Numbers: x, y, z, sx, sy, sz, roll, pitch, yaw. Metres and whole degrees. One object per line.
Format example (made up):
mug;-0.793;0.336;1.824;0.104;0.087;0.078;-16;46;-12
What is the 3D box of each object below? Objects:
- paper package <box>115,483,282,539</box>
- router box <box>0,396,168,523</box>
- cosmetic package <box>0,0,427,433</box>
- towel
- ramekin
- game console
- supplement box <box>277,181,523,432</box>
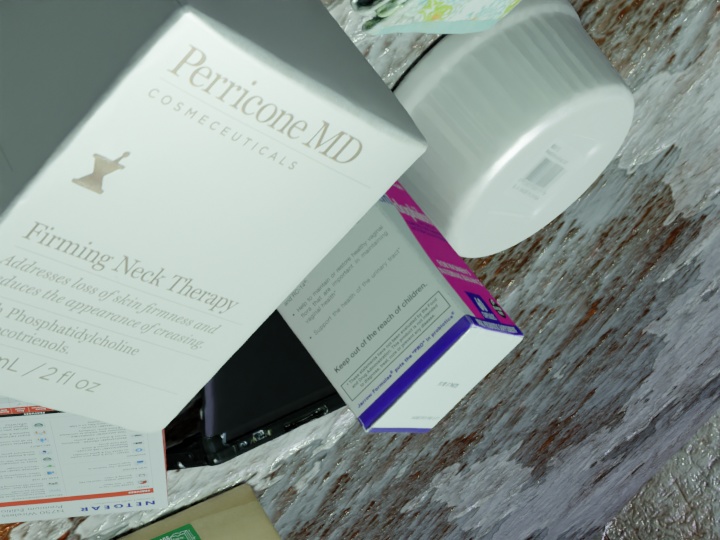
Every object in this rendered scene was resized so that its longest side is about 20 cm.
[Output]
paper package;-0.192;0.333;1.398;0.199;0.104;0.191;-18;149;-40
router box;-0.220;0.094;0.834;0.198;0.049;0.180;-4;146;-9
cosmetic package;-0.117;-0.063;0.621;0.200;0.167;0.167;-46;143;17
towel;0.092;-0.204;0.802;0.171;0.048;0.200;-37;173;30
ramekin;0.111;-0.102;1.032;0.200;0.098;0.201;-32;157;-15
game console;-0.082;0.084;1.199;0.199;0.117;0.175;-21;-178;-37
supplement box;0.000;0.000;0.920;0.103;0.200;0.101;-45;158;14
